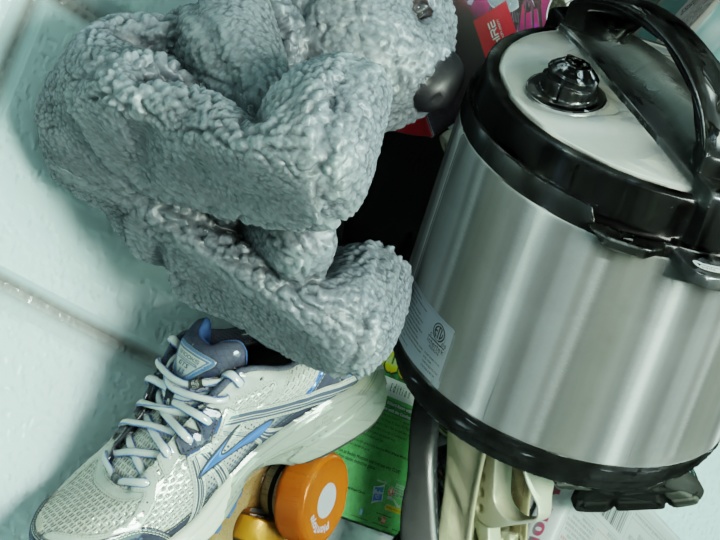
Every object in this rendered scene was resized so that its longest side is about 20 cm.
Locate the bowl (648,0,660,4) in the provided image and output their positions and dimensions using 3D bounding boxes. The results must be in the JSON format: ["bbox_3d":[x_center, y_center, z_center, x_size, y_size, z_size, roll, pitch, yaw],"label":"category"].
[{"bbox_3d":[0.146,-0.149,1.529,0.200,0.039,0.202,-16,112,-46],"label":"bowl"}]

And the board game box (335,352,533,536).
[{"bbox_3d":[0.036,0.097,1.478,0.200,0.023,0.105,26,82,-50],"label":"board game box"}]

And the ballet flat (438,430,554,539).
[{"bbox_3d":[0.072,0.142,1.466,0.069,0.069,0.202,-9,107,-48],"label":"ballet flat"}]

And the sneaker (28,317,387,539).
[{"bbox_3d":[-0.079,0.067,1.270,0.200,0.077,0.086,-36,136,-25],"label":"sneaker"}]

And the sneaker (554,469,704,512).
[{"bbox_3d":[0.145,0.086,1.471,0.200,0.075,0.080,52,35,-74],"label":"sneaker"}]

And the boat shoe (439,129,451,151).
[{"bbox_3d":[0.115,-0.028,1.416,0.063,0.073,0.200,-45,127,4],"label":"boat shoe"}]

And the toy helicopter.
[{"bbox_3d":[-0.050,0.175,1.362,0.133,0.078,0.200,-63,151,-26],"label":"toy helicopter"}]

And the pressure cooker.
[{"bbox_3d":[0.118,-0.021,1.255,0.179,0.175,0.201,-40,151,-57],"label":"pressure cooker"}]

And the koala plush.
[{"bbox_3d":[-0.028,-0.093,1.233,0.200,0.183,0.178,-54,155,-27],"label":"koala plush"}]

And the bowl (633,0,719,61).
[{"bbox_3d":[0.204,-0.103,1.384,0.105,0.201,0.201,41,64,-10],"label":"bowl"}]

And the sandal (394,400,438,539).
[{"bbox_3d":[0.018,0.167,1.411,0.075,0.045,0.202,96,-6,-88],"label":"sandal"}]

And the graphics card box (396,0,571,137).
[{"bbox_3d":[0.079,-0.171,1.393,0.199,0.051,0.126,-33,118,-24],"label":"graphics card box"}]

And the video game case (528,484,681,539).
[{"bbox_3d":[0.129,0.219,1.606,0.200,0.023,0.183,45,65,-53],"label":"video game case"}]

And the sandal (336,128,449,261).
[{"bbox_3d":[0.000,0.000,1.376,0.075,0.045,0.201,36,67,-23],"label":"sandal"}]
